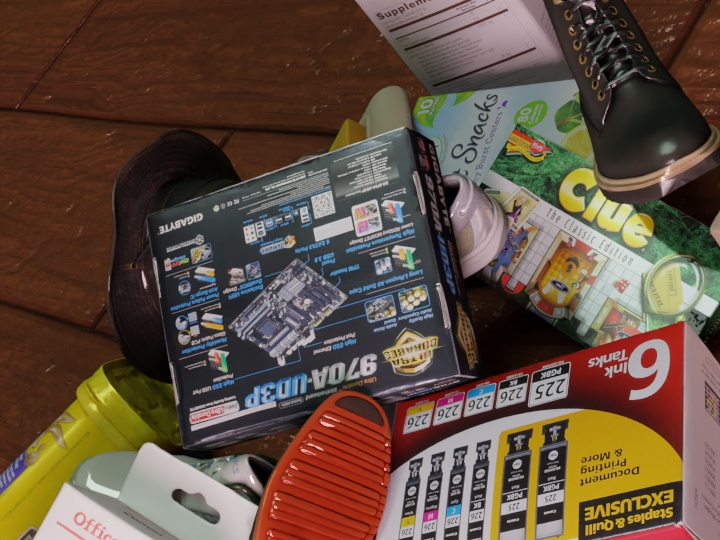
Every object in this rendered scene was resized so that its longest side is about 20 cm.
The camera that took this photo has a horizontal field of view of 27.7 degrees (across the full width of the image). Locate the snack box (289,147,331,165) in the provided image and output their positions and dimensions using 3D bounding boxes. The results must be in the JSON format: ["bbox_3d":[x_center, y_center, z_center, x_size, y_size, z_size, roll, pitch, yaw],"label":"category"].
[{"bbox_3d":[0.012,-0.079,1.216,0.199,0.024,0.072,-10,49,39],"label":"snack box"}]

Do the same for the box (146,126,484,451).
[{"bbox_3d":[-0.034,0.015,0.930,0.199,0.046,0.160,-17,75,22],"label":"box"}]

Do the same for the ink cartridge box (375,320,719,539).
[{"bbox_3d":[0.111,0.144,0.825,0.199,0.084,0.176,-20,42,32],"label":"ink cartridge box"}]

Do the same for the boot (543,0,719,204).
[{"bbox_3d":[0.150,-0.127,0.886,0.077,0.139,0.200,-26,17,3],"label":"boot"}]

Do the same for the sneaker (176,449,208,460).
[{"bbox_3d":[-0.111,0.195,0.994,0.080,0.071,0.200,-66,29,16],"label":"sneaker"}]

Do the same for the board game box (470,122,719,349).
[{"bbox_3d":[0.148,-0.010,0.937,0.200,0.023,0.105,34,93,39],"label":"board game box"}]

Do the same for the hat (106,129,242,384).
[{"bbox_3d":[-0.112,-0.010,1.140,0.080,0.201,0.202,1,53,31],"label":"hat"}]

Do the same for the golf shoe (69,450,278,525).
[{"bbox_3d":[-0.091,0.141,0.944,0.198,0.098,0.079,13,44,3],"label":"golf shoe"}]

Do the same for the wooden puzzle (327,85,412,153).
[{"bbox_3d":[-0.027,-0.037,1.117,0.201,0.037,0.185,-56,14,21],"label":"wooden puzzle"}]

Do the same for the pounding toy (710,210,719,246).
[{"bbox_3d":[0.300,-0.075,0.807,0.184,0.142,0.201,12,62,50],"label":"pounding toy"}]

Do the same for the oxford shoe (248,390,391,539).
[{"bbox_3d":[-0.040,0.165,0.858,0.201,0.071,0.073,-67,11,-18],"label":"oxford shoe"}]

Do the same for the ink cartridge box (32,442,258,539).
[{"bbox_3d":[-0.149,0.208,0.871,0.116,0.067,0.201,25,83,26],"label":"ink cartridge box"}]

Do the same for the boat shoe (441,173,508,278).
[{"bbox_3d":[0.001,0.001,0.976,0.201,0.065,0.075,-29,55,18],"label":"boat shoe"}]

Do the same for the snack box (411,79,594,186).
[{"bbox_3d":[0.113,-0.067,1.055,0.199,0.053,0.143,-2,51,36],"label":"snack box"}]

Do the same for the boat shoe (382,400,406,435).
[{"bbox_3d":[-0.011,0.089,1.037,0.071,0.072,0.201,-33,24,30],"label":"boat shoe"}]

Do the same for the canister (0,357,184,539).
[{"bbox_3d":[-0.223,0.167,1.108,0.200,0.087,0.149,-45,-4,4],"label":"canister"}]

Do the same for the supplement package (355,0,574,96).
[{"bbox_3d":[0.084,-0.229,1.145,0.119,0.200,0.122,-16,42,35],"label":"supplement package"}]
